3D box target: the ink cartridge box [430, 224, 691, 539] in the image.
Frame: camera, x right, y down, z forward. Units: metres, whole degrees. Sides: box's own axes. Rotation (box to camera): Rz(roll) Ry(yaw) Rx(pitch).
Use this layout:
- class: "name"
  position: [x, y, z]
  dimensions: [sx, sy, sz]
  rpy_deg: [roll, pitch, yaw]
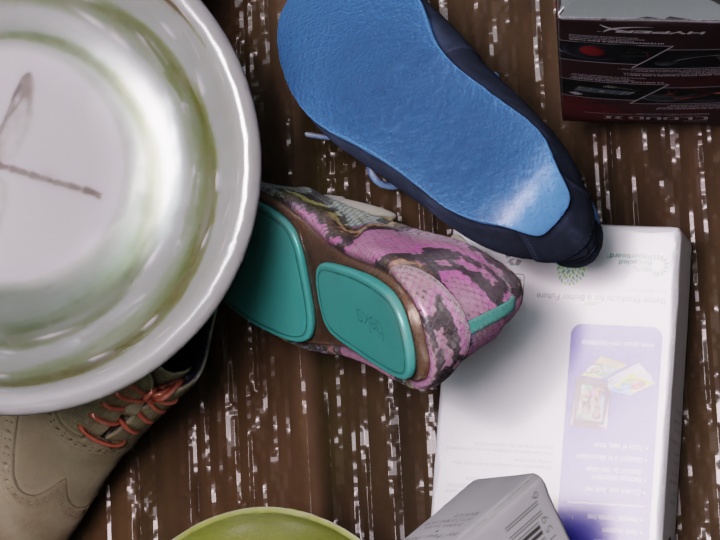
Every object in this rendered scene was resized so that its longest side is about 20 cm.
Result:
- class: "ink cartridge box"
  position: [0.081, 0.081, 1.137]
  dimensions: [0.099, 0.039, 0.201]
  rpy_deg: [3, 81, 16]

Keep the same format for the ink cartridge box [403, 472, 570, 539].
- class: "ink cartridge box"
  position: [0.045, 0.205, 1.026]
  dimensions: [0.043, 0.173, 0.201]
  rpy_deg: [-12, 108, 48]

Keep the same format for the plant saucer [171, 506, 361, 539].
- class: "plant saucer"
  position: [-0.031, 0.197, 1.125]
  dimensions: [0.199, 0.031, 0.201]
  rpy_deg: [-4, 83, 37]

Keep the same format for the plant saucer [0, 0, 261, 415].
- class: "plant saucer"
  position: [-0.141, -0.042, 1.100]
  dimensions: [0.199, 0.050, 0.201]
  rpy_deg: [1, 86, -11]

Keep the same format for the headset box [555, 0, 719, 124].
- class: "headset box"
  position: [0.115, -0.145, 1.081]
  dimensions: [0.075, 0.200, 0.149]
  rpy_deg: [2, 82, 5]

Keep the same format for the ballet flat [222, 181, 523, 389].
- class: "ballet flat"
  position: [0.000, 0.000, 1.140]
  dimensions: [0.200, 0.071, 0.069]
  rpy_deg: [21, 124, 56]

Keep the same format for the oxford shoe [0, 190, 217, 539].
- class: "oxford shoe"
  position: [-0.110, 0.046, 1.158]
  dimensions: [0.075, 0.070, 0.201]
  rpy_deg: [36, 109, 46]

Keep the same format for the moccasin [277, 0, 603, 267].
- class: "moccasin"
  position: [0.029, -0.056, 1.145]
  dimensions: [0.080, 0.068, 0.200]
  rpy_deg: [-43, 45, 7]
